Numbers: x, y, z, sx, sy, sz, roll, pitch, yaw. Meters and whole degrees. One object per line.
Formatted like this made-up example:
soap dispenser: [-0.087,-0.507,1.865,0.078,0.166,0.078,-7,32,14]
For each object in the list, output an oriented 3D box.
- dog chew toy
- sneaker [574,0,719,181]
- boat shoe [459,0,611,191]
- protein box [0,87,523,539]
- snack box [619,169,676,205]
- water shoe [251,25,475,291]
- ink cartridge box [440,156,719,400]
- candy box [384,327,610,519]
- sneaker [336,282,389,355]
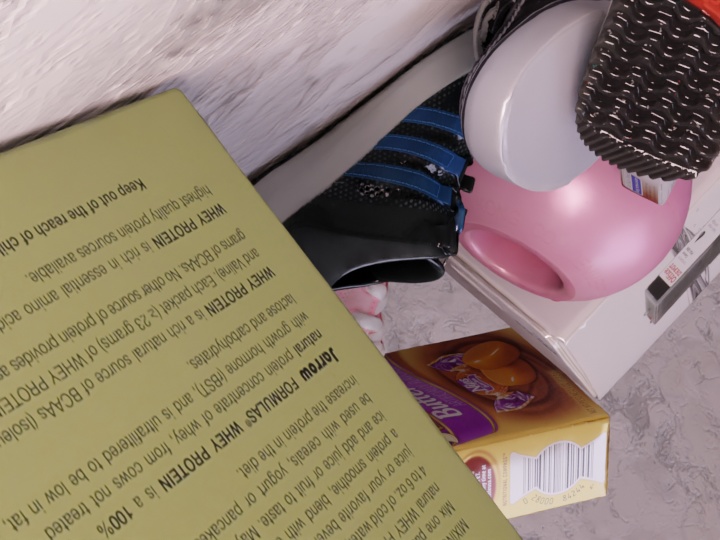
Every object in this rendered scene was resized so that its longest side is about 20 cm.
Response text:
dog chew toy: [0.123,-0.086,0.835,0.201,0.124,0.125,-59,-176,-15]
sneaker: [0.131,-0.128,0.591,0.200,0.070,0.094,107,5,-45]
boat shoe: [0.077,-0.090,0.690,0.200,0.067,0.072,-38,141,-52]
protein box: [-0.068,0.097,0.364,0.135,0.200,0.198,-39,178,30]
snack box: [0.163,-0.126,0.715,0.201,0.024,0.072,-62,165,-5]
water shoe: [0.017,-0.034,0.741,0.200,0.079,0.071,-38,179,-21]
ink cartridge box: [0.138,-0.053,0.937,0.200,0.147,0.083,-46,144,-4]
candy box: [0.022,0.094,0.933,0.199,0.057,0.117,-12,-153,-17]
sneaker: [0.000,0.000,0.888,0.200,0.105,0.075,-40,176,9]
